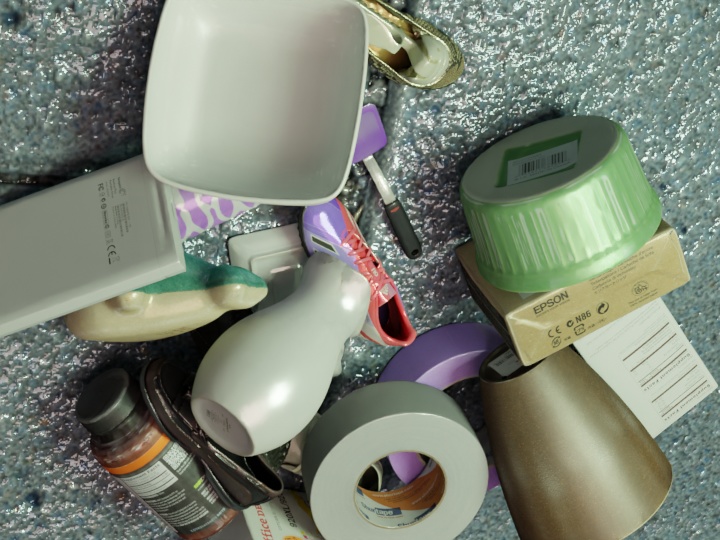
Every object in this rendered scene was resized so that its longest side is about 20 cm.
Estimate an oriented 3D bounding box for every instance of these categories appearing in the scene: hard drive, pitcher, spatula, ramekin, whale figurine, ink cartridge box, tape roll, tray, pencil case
[{"bbox_3d":[-0.267,-0.025,1.276,0.199,0.133,0.027,-19,149,6],"label":"hard drive"},{"bbox_3d":[-0.076,0.103,1.382,0.200,0.121,0.172,-48,154,-33],"label":"pitcher"},{"bbox_3d":[0.024,-0.085,1.429,0.056,0.021,0.201,-29,124,-4],"label":"spatula"},{"bbox_3d":[0.198,-0.075,1.397,0.199,0.200,0.098,-27,116,-3],"label":"ramekin"},{"bbox_3d":[-0.194,0.010,1.329,0.199,0.159,0.105,-10,82,20],"label":"whale figurine"},{"bbox_3d":[-0.072,0.350,1.561,0.199,0.147,0.145,15,112,-26],"label":"ink cartridge box"},{"bbox_3d":[0.037,0.221,1.501,0.199,0.066,0.201,-6,120,-10],"label":"tape roll"},{"bbox_3d":[-0.077,0.045,1.467,0.107,0.022,0.201,-13,121,-13],"label":"tray"},{"bbox_3d":[-0.113,-0.097,1.345,0.199,0.084,0.086,-22,148,-5],"label":"pencil case"},{"bbox_3d":[0.221,-0.006,1.456,0.199,0.165,0.075,-28,121,-4],"label":"ink cartridge box"},{"bbox_3d":[0.115,0.162,1.572,0.199,0.066,0.201,-8,120,-14],"label":"tape roll"}]

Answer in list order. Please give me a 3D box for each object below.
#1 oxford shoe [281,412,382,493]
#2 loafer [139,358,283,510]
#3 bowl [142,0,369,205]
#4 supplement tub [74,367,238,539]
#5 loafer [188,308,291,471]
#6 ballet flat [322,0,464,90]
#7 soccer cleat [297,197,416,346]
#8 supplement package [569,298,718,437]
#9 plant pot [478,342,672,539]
[{"bbox_3d":[-0.049,0.209,1.545,0.199,0.058,0.075,32,108,-28],"label":"oxford shoe"},{"bbox_3d":[-0.147,0.163,1.402,0.063,0.072,0.201,-14,121,33],"label":"loafer"},{"bbox_3d":[-0.094,-0.160,1.265,0.198,0.075,0.201,8,87,4],"label":"bowl"},{"bbox_3d":[-0.212,0.190,1.449,0.107,0.107,0.200,-37,123,3],"label":"supplement tub"},{"bbox_3d":[-0.128,0.126,1.464,0.071,0.073,0.201,-5,110,28],"label":"loafer"},{"bbox_3d":[0.030,-0.222,1.324,0.199,0.075,0.068,29,104,-30],"label":"ballet flat"},{"bbox_3d":[0.000,0.000,1.428,0.068,0.073,0.201,-44,128,-24],"label":"soccer cleat"},{"bbox_3d":[0.300,0.079,1.561,0.109,0.114,0.200,-38,122,2],"label":"supplement package"},{"bbox_3d":[0.211,0.173,1.484,0.186,0.187,0.201,-31,109,-1],"label":"plant pot"}]
